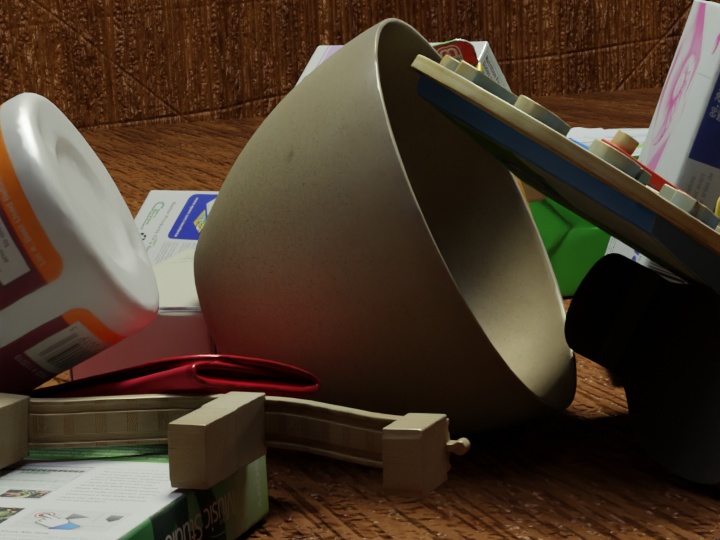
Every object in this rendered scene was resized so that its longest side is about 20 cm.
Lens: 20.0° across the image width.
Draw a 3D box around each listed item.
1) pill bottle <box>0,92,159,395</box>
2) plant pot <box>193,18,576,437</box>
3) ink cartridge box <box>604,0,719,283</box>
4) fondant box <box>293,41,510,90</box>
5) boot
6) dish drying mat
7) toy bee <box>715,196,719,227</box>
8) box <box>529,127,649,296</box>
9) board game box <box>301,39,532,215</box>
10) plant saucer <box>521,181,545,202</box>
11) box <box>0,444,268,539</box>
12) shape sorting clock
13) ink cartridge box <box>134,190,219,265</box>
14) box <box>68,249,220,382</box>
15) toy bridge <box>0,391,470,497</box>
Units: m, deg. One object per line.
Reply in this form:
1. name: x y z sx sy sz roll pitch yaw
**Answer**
1. pill bottle: -0.198 0.018 0.883 0.199 0.115 0.114 -28 6 6
2. plant pot: 0.000 0.000 0.976 0.134 0.201 0.200 -26 2 17
3. ink cartridge box: 0.178 -0.053 1.151 0.043 0.197 0.200 18 8 -3
4. fondant box: 0.000 -0.065 1.377 0.144 0.058 0.200 3 50 34
5. boot: 0.160 0.049 0.927 0.075 0.074 0.200 27 11 -18
6. dish drying mat: -0.115 0.060 0.908 0.199 0.018 0.077 -15 -17 41
7. toy bee: 0.222 0.009 1.001 0.109 0.131 0.200 -46 0 3
8. box: 0.176 -0.047 1.431 0.199 0.097 0.176 -5 8 -10
9. board game box: 0.040 -0.036 1.107 0.095 0.201 0.030 -12 41 12
10. plant saucer: 0.034 -0.058 1.215 0.199 0.033 0.200 -2 9 0
11. box: -0.135 0.102 0.776 0.144 0.037 0.200 0 10 18
12. shape sorting clock: 0.110 -0.045 0.925 0.200 0.039 0.200 34 1 0
13. ink cartridge box: -0.068 -0.006 1.287 0.199 0.037 0.095 1 50 33
14. box: -0.085 0.035 1.081 0.082 0.069 0.200 -1 9 14
15. toy bridge: -0.053 0.064 0.792 0.199 0.027 0.067 1 8 19
